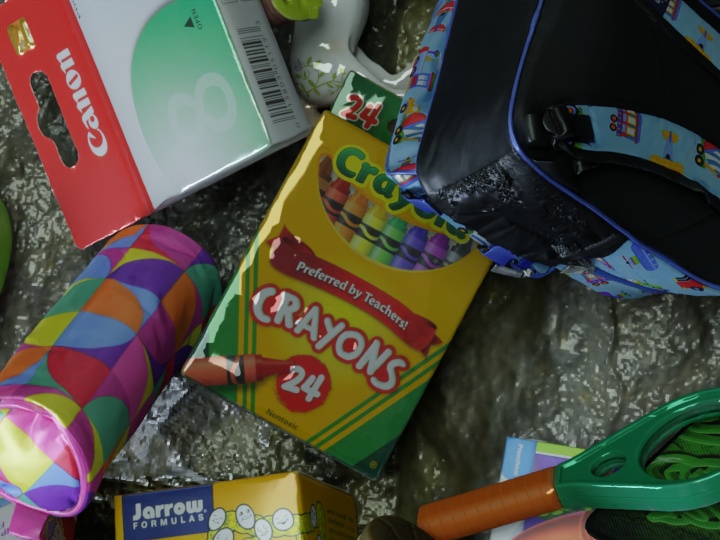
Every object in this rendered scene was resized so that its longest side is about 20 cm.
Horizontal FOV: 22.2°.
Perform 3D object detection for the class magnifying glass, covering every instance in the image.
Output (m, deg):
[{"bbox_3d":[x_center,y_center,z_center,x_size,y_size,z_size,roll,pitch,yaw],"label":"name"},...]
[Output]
[{"bbox_3d":[0.123,0.107,0.950,0.199,0.080,0.022,-17,116,19],"label":"magnifying glass"}]

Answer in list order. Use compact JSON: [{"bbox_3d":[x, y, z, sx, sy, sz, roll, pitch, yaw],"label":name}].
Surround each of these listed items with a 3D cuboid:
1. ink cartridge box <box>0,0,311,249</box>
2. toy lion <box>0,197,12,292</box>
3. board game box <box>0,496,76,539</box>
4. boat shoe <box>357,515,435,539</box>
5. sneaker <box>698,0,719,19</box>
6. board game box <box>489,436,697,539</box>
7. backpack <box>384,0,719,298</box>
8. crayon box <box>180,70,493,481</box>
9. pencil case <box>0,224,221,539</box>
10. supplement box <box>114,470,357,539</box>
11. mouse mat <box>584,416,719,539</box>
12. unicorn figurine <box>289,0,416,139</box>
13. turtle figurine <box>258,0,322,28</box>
[{"bbox_3d":[-0.138,-0.113,1.050,0.199,0.050,0.162,-23,88,33],"label":"ink cartridge box"},{"bbox_3d":[-0.308,-0.038,1.157,0.199,0.069,0.193,12,73,18],"label":"toy lion"},{"bbox_3d":[-0.236,0.157,1.030,0.152,0.040,0.200,-19,31,11],"label":"board game box"},{"bbox_3d":[0.063,0.214,0.938,0.200,0.073,0.065,47,118,13],"label":"boat shoe"},{"bbox_3d":[0.162,-0.170,1.059,0.199,0.072,0.083,10,56,17],"label":"sneaker"},{"bbox_3d":[0.129,0.199,0.978,0.134,0.045,0.201,7,79,17],"label":"board game box"},{"bbox_3d":[0.135,-0.071,0.981,0.134,0.199,0.184,-26,41,48],"label":"backpack"},{"bbox_3d":[0.000,0.000,1.034,0.126,0.051,0.201,28,87,-2],"label":"crayon box"},{"bbox_3d":[-0.147,0.054,1.023,0.088,0.089,0.200,10,35,18],"label":"pencil case"},{"bbox_3d":[-0.060,0.219,0.992,0.108,0.110,0.201,-9,74,13],"label":"supplement box"},{"bbox_3d":[0.229,0.111,0.905,0.161,0.008,0.199,-37,33,-29],"label":"mouse mat"},{"bbox_3d":[-0.009,-0.168,1.090,0.136,0.074,0.201,1,77,16],"label":"unicorn figurine"},{"bbox_3d":[-0.099,-0.159,1.085,0.161,0.064,0.201,-30,60,43],"label":"turtle figurine"}]
